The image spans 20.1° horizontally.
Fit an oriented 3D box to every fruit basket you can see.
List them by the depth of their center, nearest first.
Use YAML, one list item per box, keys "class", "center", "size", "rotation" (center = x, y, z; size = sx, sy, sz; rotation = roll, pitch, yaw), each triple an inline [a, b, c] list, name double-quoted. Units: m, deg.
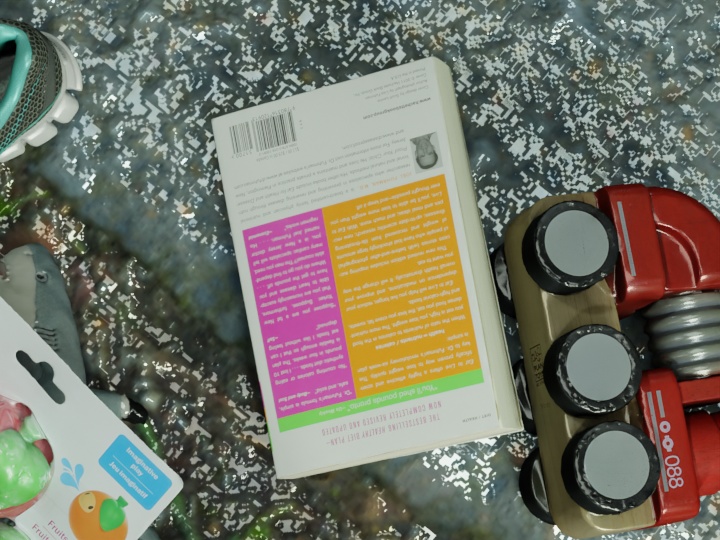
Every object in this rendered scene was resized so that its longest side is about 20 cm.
- class: "fruit basket"
  center: [-0.211, 0.109, 1.010]
  size: [0.185, 0.094, 0.200]
  rotation: [45, 118, 6]

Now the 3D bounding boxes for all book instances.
- class: "book"
  center: [0.000, 0.000, 1.080]
  size: [0.133, 0.048, 0.200]
  rotation: [-13, 80, 18]

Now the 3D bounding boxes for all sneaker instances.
- class: "sneaker"
  center: [-0.236, -0.064, 1.076]
  size: [0.078, 0.091, 0.200]
  rotation: [41, 81, 7]

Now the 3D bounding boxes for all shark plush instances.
- class: "shark plush"
  center: [-0.145, 0.080, 1.068]
  size: [0.083, 0.091, 0.200]
  rotation: [-31, 74, -38]

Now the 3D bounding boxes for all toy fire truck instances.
- class: "toy fire truck"
  center: [0.185, 0.039, 1.065]
  size: [0.200, 0.129, 0.176]
  rotation: [-6, 79, -15]
